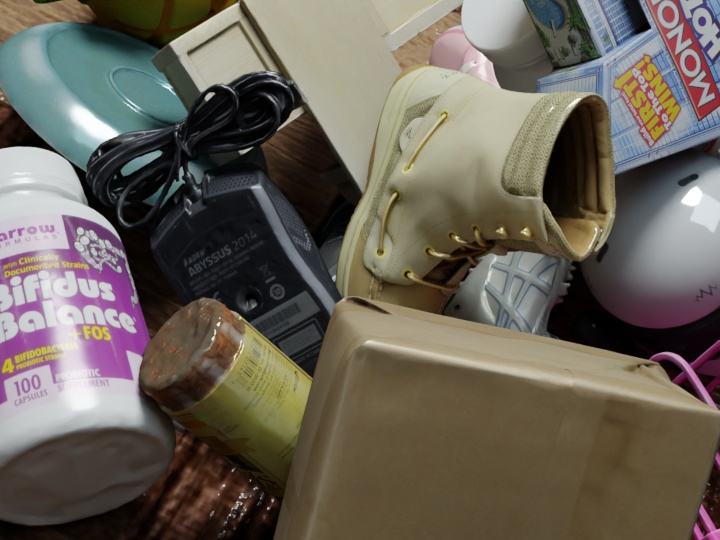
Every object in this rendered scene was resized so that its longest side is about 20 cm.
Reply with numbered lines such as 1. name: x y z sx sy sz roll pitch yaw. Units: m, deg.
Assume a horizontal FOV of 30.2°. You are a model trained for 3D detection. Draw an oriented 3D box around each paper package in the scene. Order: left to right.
1. paper package: 0.056 0.132 0.656 0.190 0.200 0.103 12 8 -8

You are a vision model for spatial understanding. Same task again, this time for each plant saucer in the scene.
1. plant saucer: -0.142 -0.106 0.881 0.200 0.027 0.200 29 24 -14

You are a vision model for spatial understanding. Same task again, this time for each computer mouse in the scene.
1. computer mouse: -0.061 -0.005 0.782 0.200 0.138 0.053 66 15 -1

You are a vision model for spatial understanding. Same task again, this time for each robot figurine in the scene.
1. robot figurine: 0.223 -0.004 0.888 0.200 0.125 0.151 31 67 -50

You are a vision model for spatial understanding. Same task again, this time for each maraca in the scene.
1. maraca: -0.144 -0.211 0.946 0.200 0.137 0.107 -24 97 -61

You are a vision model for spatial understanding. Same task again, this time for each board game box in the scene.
1. board game box: 0.168 -0.145 0.806 0.200 0.062 0.200 -36 107 -29

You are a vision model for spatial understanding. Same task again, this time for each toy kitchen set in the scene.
1. toy kitchen set: -0.034 -0.112 0.917 0.200 0.180 0.163 -37 100 -25

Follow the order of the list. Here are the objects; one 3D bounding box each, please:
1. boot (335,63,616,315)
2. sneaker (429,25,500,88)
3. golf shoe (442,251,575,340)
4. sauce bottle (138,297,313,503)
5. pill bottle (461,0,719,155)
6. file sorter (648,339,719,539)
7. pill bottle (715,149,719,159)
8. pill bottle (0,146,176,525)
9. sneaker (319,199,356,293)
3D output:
1. boot: 0.066 -0.014 0.775 0.073 0.200 0.155 10 6 -41
2. sneaker: 0.090 -0.101 0.986 0.105 0.075 0.200 -15 62 -37
3. golf shoe: 0.087 0.015 0.866 0.097 0.078 0.200 5 66 -2
4. sauce bottle: -0.032 0.096 0.725 0.200 0.066 0.066 45 40 -29
5. pill bottle: 0.161 -0.140 0.910 0.200 0.109 0.109 29 37 -41
6. file sorter: 0.223 0.116 0.804 0.200 0.139 0.126 -12 61 -29
7. pill bottle: 0.296 -0.117 1.055 0.111 0.111 0.200 35 48 10
8. pill bottle: -0.179 0.030 0.748 0.112 0.112 0.200 -6 54 -25
9. sneaker: 0.000 0.000 0.884 0.082 0.073 0.200 12 46 44
